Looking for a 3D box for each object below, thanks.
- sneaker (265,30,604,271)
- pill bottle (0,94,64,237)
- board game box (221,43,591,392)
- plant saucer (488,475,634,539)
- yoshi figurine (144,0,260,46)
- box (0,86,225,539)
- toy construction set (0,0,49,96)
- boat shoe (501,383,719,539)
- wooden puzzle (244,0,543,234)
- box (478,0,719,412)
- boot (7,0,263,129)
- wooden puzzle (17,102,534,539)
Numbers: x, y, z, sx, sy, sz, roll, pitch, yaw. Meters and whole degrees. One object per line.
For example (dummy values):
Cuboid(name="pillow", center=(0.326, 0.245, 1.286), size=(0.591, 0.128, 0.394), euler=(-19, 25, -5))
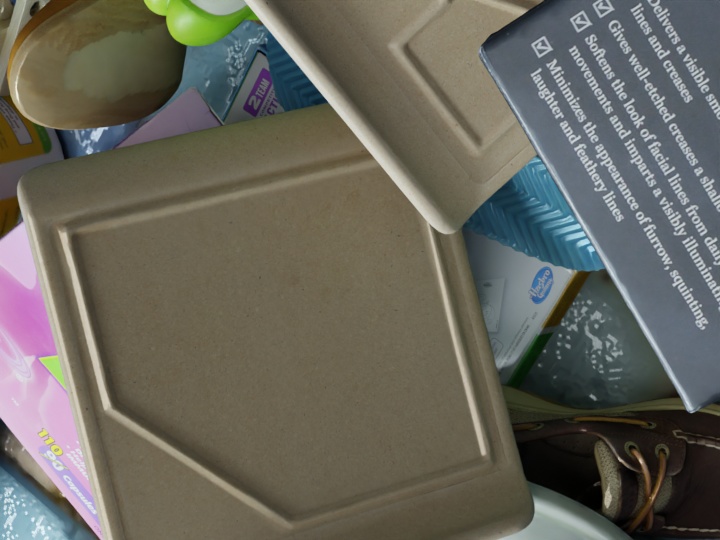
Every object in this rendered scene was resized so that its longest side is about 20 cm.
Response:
Cuboid(name="sneaker", center=(0.047, -0.074, 0.767), size=(0.199, 0.081, 0.077), euler=(29, 134, 8))
Cuboid(name="pill bottle", center=(-0.253, -0.040, 0.854), size=(0.110, 0.200, 0.112), euler=(5, 103, 23))
Cuboid(name="board game box", center=(0.000, 0.000, 0.835), size=(0.199, 0.040, 0.154), euler=(36, 114, 14))
Cuboid(name="plant saucer", center=(0.047, 0.166, 0.784), size=(0.198, 0.051, 0.201), euler=(10, 142, 8))
Cuboid(name="yoshi figurine", center=(-0.007, -0.172, 0.709), size=(0.112, 0.200, 0.113), euler=(27, 147, 47))
Cuboid(name="box", center=(-0.100, 0.037, 0.795), size=(0.176, 0.097, 0.200), euler=(52, 144, -9))
Cuboid(name="toy construction set", center=(-0.243, -0.185, 0.878), size=(0.199, 0.092, 0.132), euler=(32, 99, 10))
Cuboid(name="boat shoe", center=(0.116, 0.100, 0.765), size=(0.198, 0.072, 0.073), euler=(11, 111, 3))
Cuboid(name="wooden puzzle", center=(0.049, -0.145, 0.657), size=(0.200, 0.046, 0.185), euler=(-43, 117, -3))
Cuboid(name="box", center=(0.168, -0.068, 0.577), size=(0.199, 0.107, 0.149), euler=(-31, 86, 17))
Cuboid(name="boot", center=(-0.136, -0.139, 0.779), size=(0.143, 0.201, 0.071), euler=(26, 128, 25))
Cuboid(name="wooden puzzle", center=(-0.034, 0.035, 0.688), size=(0.037, 0.183, 0.202), euler=(148, 107, -69))
